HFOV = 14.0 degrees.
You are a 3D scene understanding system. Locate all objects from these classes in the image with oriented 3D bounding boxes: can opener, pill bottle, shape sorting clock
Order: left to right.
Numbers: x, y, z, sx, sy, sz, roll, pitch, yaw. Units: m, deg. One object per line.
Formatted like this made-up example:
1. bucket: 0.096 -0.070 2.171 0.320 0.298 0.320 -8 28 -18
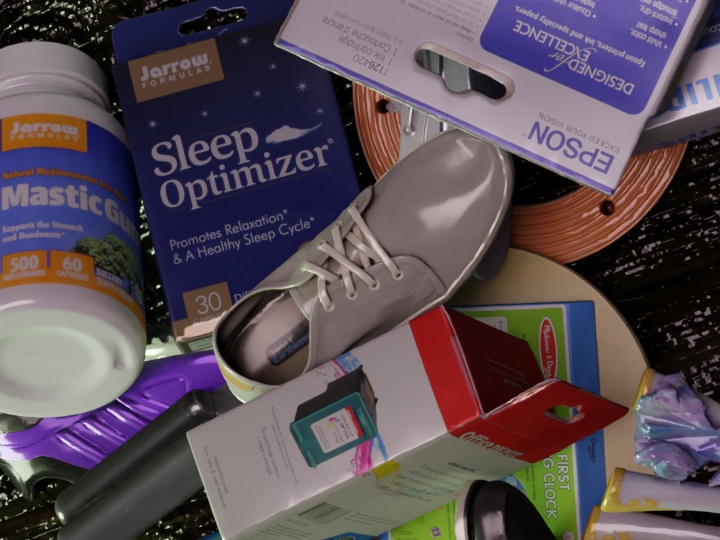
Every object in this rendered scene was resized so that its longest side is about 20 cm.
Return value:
1. pill bottle: -0.178 -0.028 1.637 0.112 0.112 0.200 -23 50 21
2. can opener: -0.079 0.102 1.625 0.200 0.067 0.053 -38 36 20
3. shape sorting clock: 0.071 0.086 1.610 0.200 0.039 0.200 2 95 28

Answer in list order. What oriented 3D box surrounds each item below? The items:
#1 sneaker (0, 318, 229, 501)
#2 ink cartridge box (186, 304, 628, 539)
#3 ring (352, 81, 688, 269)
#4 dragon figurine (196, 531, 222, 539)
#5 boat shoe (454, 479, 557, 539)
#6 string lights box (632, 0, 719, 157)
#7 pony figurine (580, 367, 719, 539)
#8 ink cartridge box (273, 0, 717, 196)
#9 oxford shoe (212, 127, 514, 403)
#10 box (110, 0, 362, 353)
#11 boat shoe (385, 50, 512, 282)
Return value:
1. sneaker: -0.121 0.085 1.681 0.200 0.070 0.100 -14 99 19
2. ink cartridge box: 0.026 0.080 1.533 0.200 0.116 0.067 -27 69 18
3. ring: 0.090 -0.101 1.610 0.200 0.019 0.201 1 93 22
4. dragon figurine: -0.082 0.179 1.665 0.200 0.099 0.059 -7 90 42
5. boat shoe: 0.114 0.189 1.545 0.063 0.074 0.202 -16 114 34
6. string lights box: 0.149 -0.168 1.542 0.103 0.059 0.200 -18 78 10
7. pony figurine: 0.226 0.122 1.493 0.200 0.167 0.193 19 126 3
8. ink cartridge box: 0.086 -0.163 1.504 0.197 0.047 0.200 25 89 14
9. oxford shoe: 0.000 0.000 1.535 0.200 0.058 0.075 -41 67 12
10. box: -0.066 -0.065 1.630 0.121 0.032 0.200 -15 73 2
11. boat shoe: 0.044 -0.095 1.580 0.065 0.074 0.200 2 85 29
